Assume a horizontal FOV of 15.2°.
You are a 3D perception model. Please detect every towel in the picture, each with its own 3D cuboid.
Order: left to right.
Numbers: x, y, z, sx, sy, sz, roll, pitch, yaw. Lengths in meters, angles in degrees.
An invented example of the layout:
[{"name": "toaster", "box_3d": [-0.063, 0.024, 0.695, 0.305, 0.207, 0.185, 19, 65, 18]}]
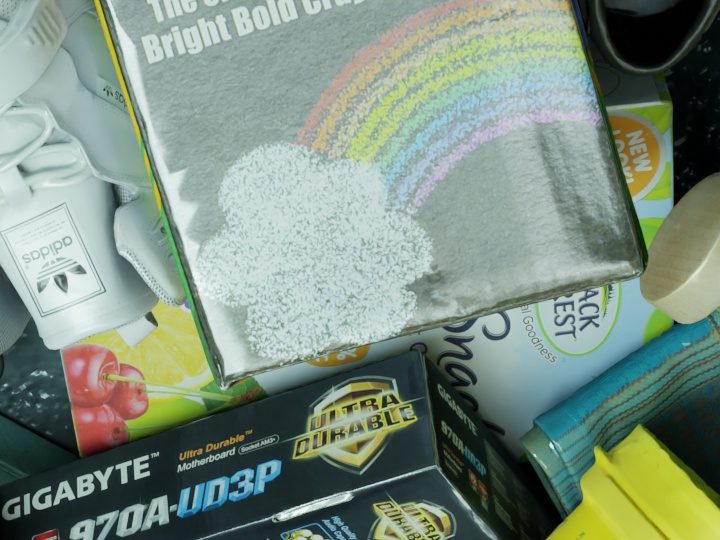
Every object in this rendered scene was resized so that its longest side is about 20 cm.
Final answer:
[{"name": "towel", "box_3d": [0.160, 0.049, 0.905, 0.199, 0.022, 0.147, -31, 131, -1]}]

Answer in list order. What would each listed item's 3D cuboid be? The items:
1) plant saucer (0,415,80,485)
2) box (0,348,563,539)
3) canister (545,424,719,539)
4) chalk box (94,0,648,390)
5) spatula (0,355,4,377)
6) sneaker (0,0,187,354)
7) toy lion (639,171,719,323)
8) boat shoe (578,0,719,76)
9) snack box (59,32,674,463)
[{"name": "plant saucer", "box_3d": [-0.191, 0.049, 0.922, 0.199, 0.019, 0.070, 32, 118, -23]}, {"name": "box", "box_3d": [-0.009, 0.112, 0.919, 0.158, 0.046, 0.200, -19, 144, 18]}, {"name": "canister", "box_3d": [0.069, 0.168, 0.863, 0.200, 0.087, 0.148, -46, 128, 4]}, {"name": "chalk box", "box_3d": [-0.007, -0.088, 0.745, 0.124, 0.124, 0.201, -15, 99, 5]}, {"name": "spatula", "box_3d": [-0.213, 0.056, 0.896, 0.199, 0.021, 0.057, -16, 84, 0]}, {"name": "sneaker", "box_3d": [-0.095, -0.040, 0.720, 0.075, 0.116, 0.200, -19, 169, 8]}, {"name": "toy lion", "box_3d": [0.165, -0.018, 0.756, 0.068, 0.192, 0.201, 33, 94, -17]}, {"name": "boat shoe", "box_3d": [0.102, -0.147, 0.773, 0.068, 0.057, 0.201, 6, 126, -8]}, {"name": "snack box", "box_3d": [0.000, 0.000, 0.877, 0.198, 0.053, 0.143, -6, 128, -1]}]
